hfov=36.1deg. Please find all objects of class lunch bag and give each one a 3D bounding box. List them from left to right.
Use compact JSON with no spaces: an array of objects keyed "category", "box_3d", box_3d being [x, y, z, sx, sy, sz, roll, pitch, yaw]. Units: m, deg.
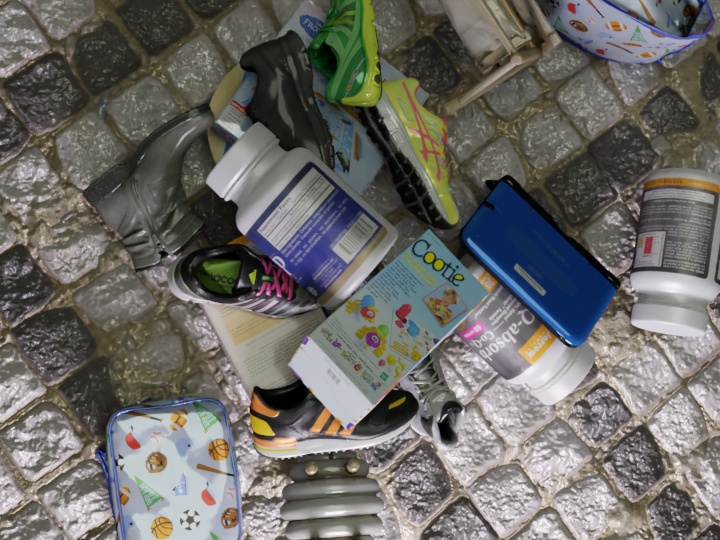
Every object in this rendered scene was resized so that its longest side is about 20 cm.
[{"category":"lunch bag","box_3d":[-0.223,0.243,1.300,0.159,0.076,0.202,-8,87,-11]},{"category":"lunch bag","box_3d":[0.342,-0.348,1.435,0.199,0.170,0.124,31,84,-6]}]

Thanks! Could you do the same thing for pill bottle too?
[{"category":"pill bottle","box_3d":[-0.068,-0.064,1.220,0.200,0.120,0.120,42,78,-3]},{"category":"pill bottle","box_3d":[0.192,0.068,1.386,0.200,0.116,0.117,42,78,-5]},{"category":"pill bottle","box_3d":[0.414,-0.023,1.435,0.115,0.116,0.202,13,81,-11]}]

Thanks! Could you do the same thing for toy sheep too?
[{"category":"toy sheep","box_3d":[-0.034,0.276,1.308,0.137,0.138,0.202,3,75,-12]}]

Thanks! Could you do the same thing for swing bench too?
[{"category":"swing bench","box_3d":[0.140,-0.329,1.368,0.200,0.129,0.200,56,39,-2]}]

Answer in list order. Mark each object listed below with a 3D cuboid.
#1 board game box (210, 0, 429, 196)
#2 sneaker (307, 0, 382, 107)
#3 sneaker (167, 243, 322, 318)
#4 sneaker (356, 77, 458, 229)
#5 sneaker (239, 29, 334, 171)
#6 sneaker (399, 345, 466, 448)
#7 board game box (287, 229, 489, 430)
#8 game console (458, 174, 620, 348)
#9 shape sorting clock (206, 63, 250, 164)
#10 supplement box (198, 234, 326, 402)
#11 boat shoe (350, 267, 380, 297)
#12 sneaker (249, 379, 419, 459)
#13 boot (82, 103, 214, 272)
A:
[{"category":"board game box","box_3d":[-0.048,-0.196,1.360,0.200,0.041,0.200,37,75,-10]},{"category":"sneaker","box_3d":[-0.023,-0.280,1.304,0.083,0.074,0.201,-7,59,-2]},{"category":"sneaker","box_3d":[-0.120,0.011,1.262,0.198,0.087,0.074,7,82,-11]},{"category":"sneaker","box_3d":[0.078,-0.146,1.333,0.090,0.078,0.201,-28,93,-21]},{"category":"sneaker","box_3d":[-0.085,-0.175,1.296,0.090,0.076,0.201,-17,86,-5]},{"category":"sneaker","box_3d":[0.084,0.125,1.327,0.075,0.115,0.201,-25,112,-12]},{"category":"board game box","box_3d":[0.031,0.066,1.240,0.105,0.103,0.200,46,62,6]},{"category":"game console","box_3d":[0.211,-0.012,1.375,0.200,0.118,0.171,42,60,-4]},{"category":"shape sorting clock","box_3d":[-0.096,-0.174,1.386,0.198,0.039,0.202,2,83,-16]},{"category":"supplement box","box_3d":[-0.116,0.058,1.341,0.125,0.074,0.201,-27,89,-13]},{"category":"boat shoe","box_3d":[0.000,0.000,1.378,0.057,0.069,0.200,-44,102,-12]},{"category":"sneaker","box_3d":[-0.031,0.155,1.271,0.198,0.070,0.091,-10,116,-6]},{"category":"boot","box_3d":[-0.223,-0.097,1.321,0.200,0.068,0.131,-37,95,14]}]
